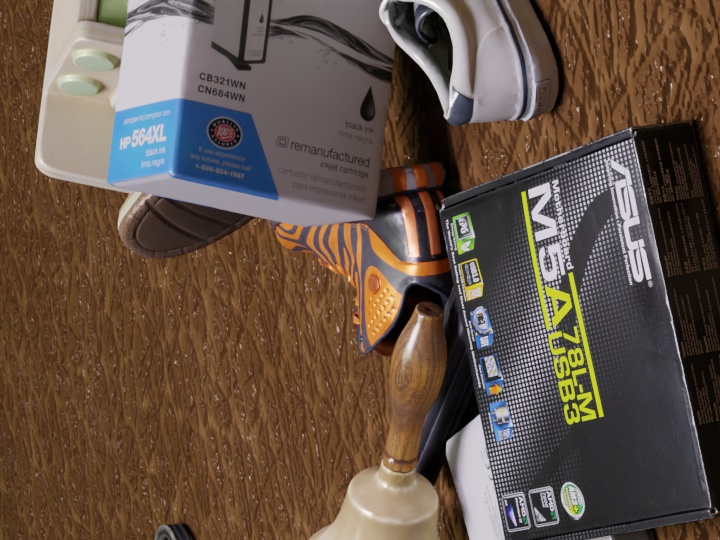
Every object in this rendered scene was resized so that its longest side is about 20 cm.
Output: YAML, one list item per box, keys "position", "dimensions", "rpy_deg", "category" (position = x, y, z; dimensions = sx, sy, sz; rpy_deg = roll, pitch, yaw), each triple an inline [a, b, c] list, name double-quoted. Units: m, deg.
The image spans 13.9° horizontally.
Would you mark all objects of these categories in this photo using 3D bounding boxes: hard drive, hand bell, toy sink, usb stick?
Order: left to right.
- position: [-0.134, -0.162, 1.964]
  dimensions: [0.112, 0.130, 0.201]
  rpy_deg: [137, 142, -66]
  category: "toy sink"
- position: [0.025, 0.106, 1.763]
  dimensions: [0.104, 0.104, 0.201]
  rpy_deg: [-125, 35, -47]
  category: "hand bell"
- position: [0.052, 0.066, 1.796]
  dimensions: [0.200, 0.032, 0.056]
  rpy_deg: [109, 169, -52]
  category: "usb stick"
- position: [0.106, 0.133, 1.702]
  dimensions: [0.200, 0.026, 0.133]
  rpy_deg: [134, 124, -64]
  category: "hard drive"

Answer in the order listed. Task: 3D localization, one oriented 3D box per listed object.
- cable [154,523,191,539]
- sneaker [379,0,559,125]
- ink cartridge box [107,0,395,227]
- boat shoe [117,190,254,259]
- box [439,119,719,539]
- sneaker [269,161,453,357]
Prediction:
- position: [-0.134, 0.276, 2.352]
  dimensions: [0.097, 0.050, 0.201]
  rpy_deg: [108, 144, -49]
  category: "cable"
- position: [0.044, -0.164, 1.665]
  dimensions: [0.073, 0.070, 0.200]
  rpy_deg: [104, 149, -46]
  category: "sneaker"
- position: [-0.059, -0.138, 1.754]
  dimensions: [0.084, 0.145, 0.201]
  rpy_deg: [-6, 76, 58]
  category: "ink cartridge box"
- position: [-0.076, -0.087, 1.897]
  dimensions: [0.072, 0.200, 0.076]
  rpy_deg: [46, -167, -43]
  category: "boat shoe"
- position: [0.124, 0.039, 1.549]
  dimensions: [0.193, 0.047, 0.201]
  rpy_deg: [-18, 82, 61]
  category: "box"
- position: [0.000, 0.000, 1.845]
  dimensions: [0.200, 0.077, 0.113]
  rpy_deg: [167, 94, -69]
  category: "sneaker"
